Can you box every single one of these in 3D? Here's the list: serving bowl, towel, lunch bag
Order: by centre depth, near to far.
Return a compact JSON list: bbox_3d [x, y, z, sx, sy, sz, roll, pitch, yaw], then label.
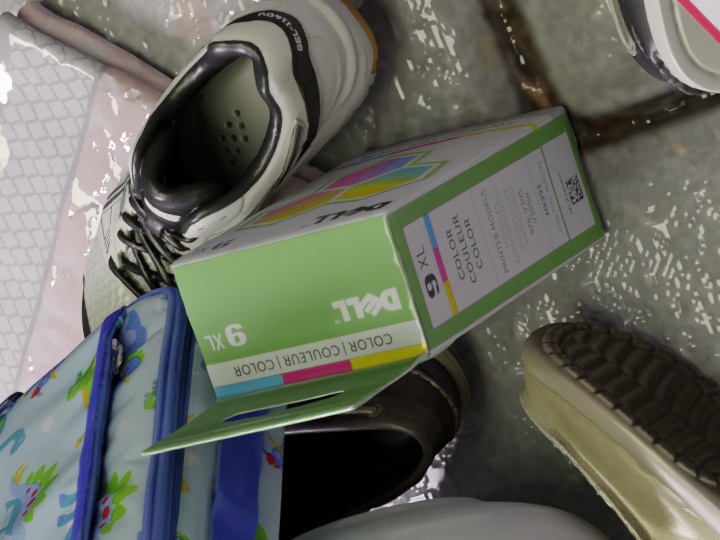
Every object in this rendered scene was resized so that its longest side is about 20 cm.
[{"bbox_3d":[-0.100,0.111,1.071,0.082,0.201,0.161,37,122,-25],"label":"lunch bag"},{"bbox_3d":[0.015,0.135,1.109,0.199,0.199,0.066,-26,70,37],"label":"serving bowl"},{"bbox_3d":[-0.105,0.007,1.225,0.190,0.032,0.201,32,124,19],"label":"towel"}]

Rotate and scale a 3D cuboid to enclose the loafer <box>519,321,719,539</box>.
[{"bbox_3d":[0.134,0.100,1.077,0.200,0.076,0.068,41,120,12],"label":"loafer"}]

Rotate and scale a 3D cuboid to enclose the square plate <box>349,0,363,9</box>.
[{"bbox_3d":[-0.075,-0.222,1.115,0.197,0.028,0.201,22,119,25],"label":"square plate"}]

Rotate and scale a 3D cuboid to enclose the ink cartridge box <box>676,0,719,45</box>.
[{"bbox_3d":[0.158,-0.168,0.870,0.145,0.200,0.084,47,147,9],"label":"ink cartridge box"}]

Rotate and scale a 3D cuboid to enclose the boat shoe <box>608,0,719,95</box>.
[{"bbox_3d":[0.114,-0.164,0.993,0.060,0.073,0.202,-166,65,-70],"label":"boat shoe"}]

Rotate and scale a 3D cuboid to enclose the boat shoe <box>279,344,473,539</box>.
[{"bbox_3d":[-0.045,0.085,1.162,0.199,0.073,0.075,-31,110,25],"label":"boat shoe"}]

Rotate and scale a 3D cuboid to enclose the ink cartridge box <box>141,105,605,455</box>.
[{"bbox_3d":[0.000,0.000,1.046,0.103,0.200,0.060,-13,102,35],"label":"ink cartridge box"}]

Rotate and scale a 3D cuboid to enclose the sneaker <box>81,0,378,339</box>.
[{"bbox_3d":[-0.074,-0.031,1.119,0.075,0.088,0.201,38,119,13],"label":"sneaker"}]
